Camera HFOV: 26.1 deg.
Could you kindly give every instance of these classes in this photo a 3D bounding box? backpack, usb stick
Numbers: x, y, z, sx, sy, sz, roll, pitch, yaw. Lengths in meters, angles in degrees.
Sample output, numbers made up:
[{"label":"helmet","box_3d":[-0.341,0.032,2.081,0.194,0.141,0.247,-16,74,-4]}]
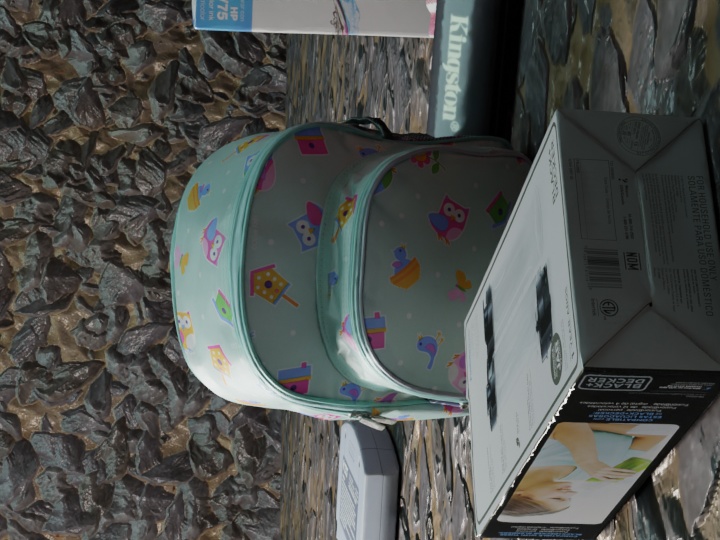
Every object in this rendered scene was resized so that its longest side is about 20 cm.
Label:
[{"label":"backpack","box_3d":[0.000,0.000,0.875,0.153,0.200,0.176,3,91,61]},{"label":"usb stick","box_3d":[0.069,-0.133,0.968,0.033,0.055,0.200,-20,-62,-56]}]

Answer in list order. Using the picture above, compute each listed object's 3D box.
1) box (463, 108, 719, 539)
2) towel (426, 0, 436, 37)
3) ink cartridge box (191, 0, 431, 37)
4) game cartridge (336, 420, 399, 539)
[{"label":"box","box_3d":[0.094,0.032,0.668,0.200,0.060,0.117,106,165,-61]},{"label":"towel","box_3d":[0.044,-0.246,1.036,0.146,0.030,0.200,-123,14,-78]},{"label":"ink cartridge box","box_3d":[-0.030,-0.266,1.210,0.147,0.200,0.146,-110,21,-72]},{"label":"game cartridge","box_3d":[0.005,0.211,1.443,0.200,0.041,0.133,-133,50,-80]}]
